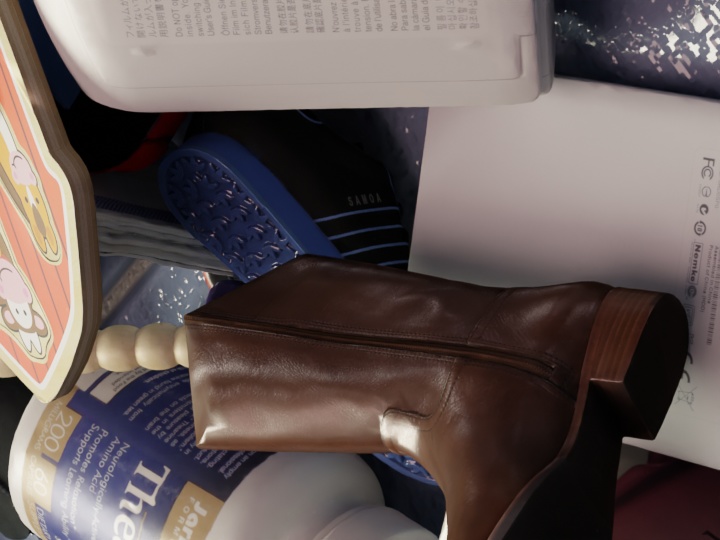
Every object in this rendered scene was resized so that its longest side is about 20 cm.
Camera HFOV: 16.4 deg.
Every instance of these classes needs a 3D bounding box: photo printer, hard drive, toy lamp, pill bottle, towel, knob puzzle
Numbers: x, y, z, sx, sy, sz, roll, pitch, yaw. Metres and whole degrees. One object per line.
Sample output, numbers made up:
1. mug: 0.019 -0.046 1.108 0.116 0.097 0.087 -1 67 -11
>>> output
1. photo printer: -0.031 -0.137 0.921 0.199 0.070 0.167 -1 127 8
2. hard drive: 0.101 -0.003 0.945 0.200 0.025 0.132 14 99 43
3. toy lamp: -0.112 0.034 1.125 0.199 0.058 0.058 -1 113 14
4. pill bottle: -0.060 0.115 1.148 0.200 0.111 0.111 26 128 36
5. towel: -0.140 -0.069 1.110 0.200 0.147 0.024 46 109 29
6. knob puzzle: -0.166 -0.035 1.027 0.220 0.030 0.220 39 142 38

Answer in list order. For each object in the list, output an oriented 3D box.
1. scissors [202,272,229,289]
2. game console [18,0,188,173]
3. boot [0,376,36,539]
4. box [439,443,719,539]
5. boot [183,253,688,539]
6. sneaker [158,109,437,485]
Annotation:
1. scissors: -0.007 0.029 1.119 0.200 0.014 0.073 41 133 28
2. game console: -0.111 -0.157 1.053 0.200 0.031 0.177 47 115 32
3. boot: -0.168 0.043 1.229 0.168 0.076 0.200 42 133 -17
4. box: 0.134 0.156 0.945 0.200 0.128 0.109 35 132 29
5. boot: 0.000 0.069 0.915 0.200 0.187 0.064 6 136 34
6. sneaker: 0.000 0.000 1.062 0.070 0.078 0.200 -16 119 45
